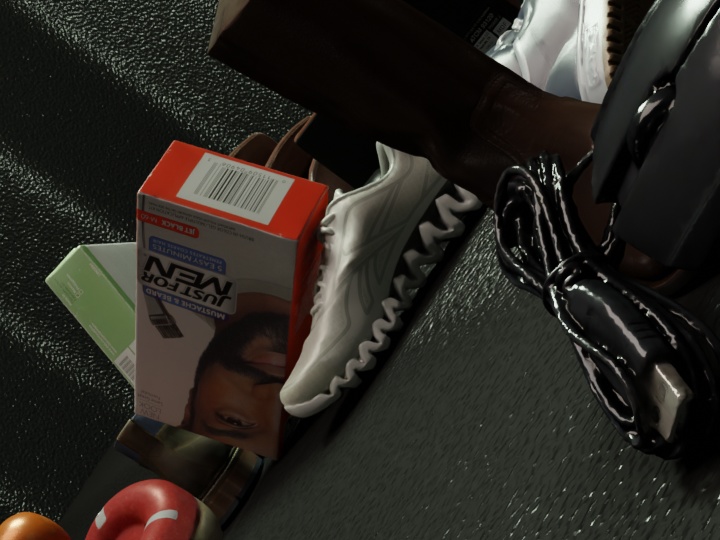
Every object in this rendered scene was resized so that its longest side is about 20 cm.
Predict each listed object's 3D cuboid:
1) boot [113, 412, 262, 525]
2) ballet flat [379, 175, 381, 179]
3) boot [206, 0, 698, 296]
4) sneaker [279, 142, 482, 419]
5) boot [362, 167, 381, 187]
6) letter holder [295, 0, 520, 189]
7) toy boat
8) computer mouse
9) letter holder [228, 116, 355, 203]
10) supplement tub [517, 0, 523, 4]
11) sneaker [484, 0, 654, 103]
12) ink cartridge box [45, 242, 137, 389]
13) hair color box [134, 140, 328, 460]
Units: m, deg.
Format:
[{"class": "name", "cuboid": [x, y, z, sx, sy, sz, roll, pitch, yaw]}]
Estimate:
[{"class": "boot", "cuboid": [-0.124, 0.120, 1.387, 0.075, 0.097, 0.200, -54, 6, 4]}, {"class": "ballet flat", "cuboid": [0.051, -0.075, 1.319, 0.067, 0.057, 0.200, -57, 3, 20]}, {"class": "boot", "cuboid": [0.037, -0.069, 0.674, 0.064, 0.200, 0.186, -57, 6, -19]}, {"class": "sneaker", "cuboid": [0.000, 0.000, 1.173, 0.200, 0.081, 0.075, -58, 8, -13]}, {"class": "boot", "cuboid": [-0.060, -0.030, 1.420, 0.211, 0.158, 0.079, -51, 7, 25]}, {"class": "letter holder", "cuboid": [0.058, -0.168, 1.476, 0.200, 0.100, 0.142, -51, 5, 30]}, {"class": "toy boat", "cuboid": [-0.171, 0.196, 1.175, 0.131, 0.131, 0.200, -52, 7, 19]}, {"class": "computer mouse", "cuboid": [0.112, -0.055, 0.543, 0.200, 0.053, 0.139, -48, 36, 15]}, {"class": "letter holder", "cuboid": [-0.039, -0.073, 1.562, 0.101, 0.142, 0.200, -51, 7, 29]}, {"class": "supplement tub", "cuboid": [0.060, -0.237, 1.704, 0.200, 0.140, 0.140, -50, 8, 39]}, {"class": "sneaker", "cuboid": [0.100, -0.125, 0.863, 0.108, 0.070, 0.200, -32, 40, 47]}, {"class": "ink cartridge box", "cuboid": [-0.148, 0.040, 1.508, 0.048, 0.146, 0.200, -45, -11, 15]}, {"class": "hair color box", "cuboid": [-0.088, 0.023, 1.239, 0.064, 0.111, 0.200, -62, -16, -45]}]
